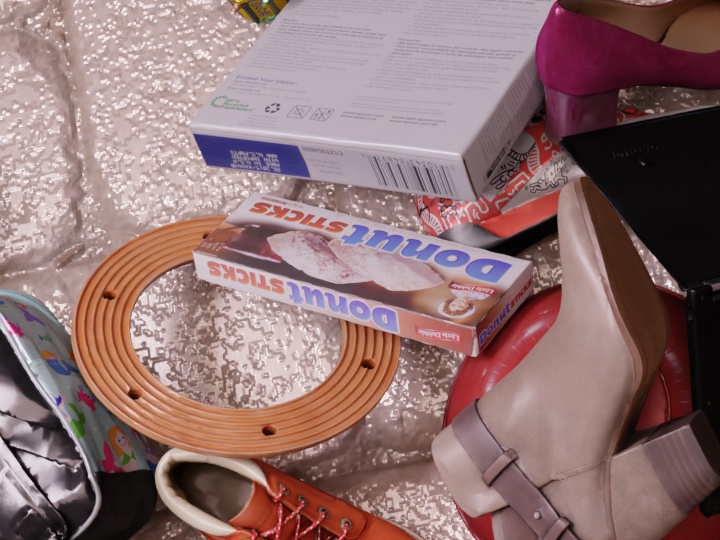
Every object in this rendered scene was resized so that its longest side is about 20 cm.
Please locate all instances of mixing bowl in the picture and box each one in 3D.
[{"bbox_3d":[0.137,0.089,1.241,0.199,0.108,0.201,-3,76,11],"label":"mixing bowl"}]

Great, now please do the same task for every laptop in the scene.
[{"bbox_3d":[0.228,0.012,1.226,0.187,0.116,0.201,-12,104,-29],"label":"laptop"}]

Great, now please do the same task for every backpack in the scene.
[{"bbox_3d":[-0.230,0.108,1.289,0.177,0.150,0.200,-41,77,15],"label":"backpack"}]

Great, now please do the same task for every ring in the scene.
[{"bbox_3d":[-0.075,0.040,1.294,0.199,0.019,0.201,5,44,-5],"label":"ring"}]

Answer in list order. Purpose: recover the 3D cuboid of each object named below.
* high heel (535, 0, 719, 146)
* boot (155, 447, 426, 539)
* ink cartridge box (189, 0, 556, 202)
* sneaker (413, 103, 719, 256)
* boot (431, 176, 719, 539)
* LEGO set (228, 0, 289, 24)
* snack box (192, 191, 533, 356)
[{"bbox_3d":[0.187,-0.150,1.260,0.200,0.096,0.067,-33,51,-27],"label":"high heel"},{"bbox_3d":[-0.033,0.162,1.264,0.199,0.107,0.075,25,82,15],"label":"boot"},{"bbox_3d":[0.026,-0.129,1.305,0.199,0.041,0.200,9,49,33],"label":"ink cartridge box"},{"bbox_3d":[0.121,-0.085,1.306,0.201,0.067,0.108,-25,76,8],"label":"sneaker"},{"bbox_3d":[0.102,0.069,1.147,0.146,0.070,0.201,-27,81,28],"label":"boot"},{"bbox_3d":[-0.109,-0.260,1.362,0.200,0.116,0.154,38,88,23],"label":"LEGO set"},{"bbox_3d":[0.000,0.000,1.282,0.199,0.024,0.072,15,41,29],"label":"snack box"}]
